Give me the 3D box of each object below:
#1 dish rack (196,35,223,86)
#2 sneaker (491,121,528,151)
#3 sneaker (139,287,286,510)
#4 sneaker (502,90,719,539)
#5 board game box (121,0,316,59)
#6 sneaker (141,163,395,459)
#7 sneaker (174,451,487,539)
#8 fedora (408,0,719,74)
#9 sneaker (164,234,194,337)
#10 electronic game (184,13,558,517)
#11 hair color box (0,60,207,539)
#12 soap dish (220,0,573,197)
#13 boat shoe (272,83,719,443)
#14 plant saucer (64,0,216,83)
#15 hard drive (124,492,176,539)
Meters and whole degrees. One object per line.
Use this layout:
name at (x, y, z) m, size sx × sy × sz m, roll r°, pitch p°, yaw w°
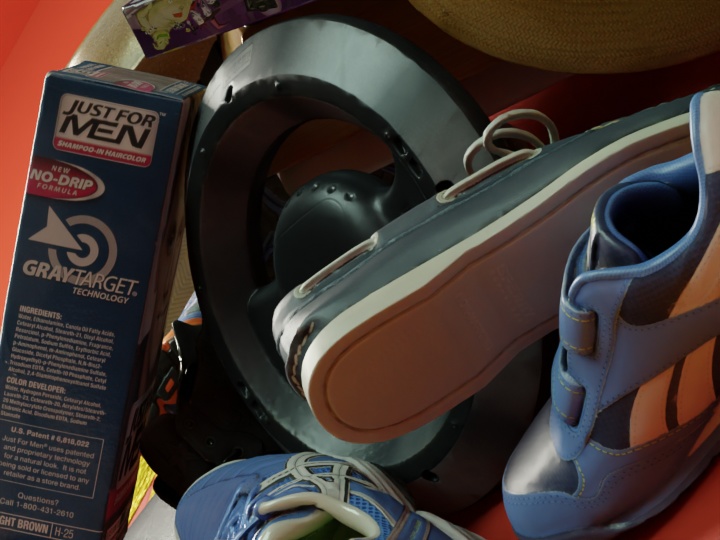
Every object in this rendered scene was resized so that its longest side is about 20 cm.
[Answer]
dish rack at (-0.005, -0.127, 1.388) m, size 0.200 × 0.055 × 0.154 m, roll -39°, pitch -9°, yaw -29°
sneaker at (0.031, -0.017, 1.222) m, size 0.116 × 0.074 × 0.200 m, roll -43°, pitch 13°, yaw 3°
sneaker at (-0.050, 0.095, 1.154) m, size 0.200 × 0.104 × 0.060 m, roll -72°, pitch 6°, yaw -46°
sneaker at (0.094, 0.015, 0.906) m, size 0.200 × 0.082 × 0.074 m, roll -52°, pitch 17°, yaw 37°
board game box at (-0.007, -0.150, 1.170) m, size 0.120 × 0.032 × 0.200 m, roll -21°, pitch 16°, yaw 31°
sneaker at (-0.051, 0.008, 1.403) m, size 0.200 × 0.075 × 0.078 m, roll -52°, pitch 5°, yaw 4°
sneaker at (-0.018, 0.099, 1.020) m, size 0.200 × 0.077 × 0.076 m, roll 10°, pitch 76°, yaw 57°
fedora at (0.095, -0.153, 1.082) m, size 0.201 × 0.200 × 0.082 m, roll -63°, pitch -8°, yaw -15°
sneaker at (-0.101, -0.021, 1.606) m, size 0.200 × 0.074 × 0.115 m, roll -56°, pitch 10°, yaw -28°
electronic game at (0.000, 0.000, 1.079) m, size 0.041 × 0.201 × 0.200 m, roll -22°, pitch -13°, yaw -40°
hair color box at (-0.113, 0.018, 1.165) m, size 0.100 × 0.060 × 0.201 m, roll -70°, pitch -9°, yaw -82°
soap dish at (0.031, -0.114, 1.198) m, size 0.199 × 0.082 × 0.157 m, roll -27°, pitch 15°, yaw -1°
boat shoe at (0.062, -0.012, 0.962) m, size 0.199 × 0.075 × 0.062 m, roll -33°, pitch 39°, yaw 0°
plant saucer at (-0.092, -0.110, 1.328) m, size 0.200 × 0.035 × 0.200 m, roll -50°, pitch -4°, yaw -5°
hard drive at (-0.092, 0.166, 1.284) m, size 0.135 × 0.042 × 0.200 m, roll -52°, pitch 17°, yaw 23°
